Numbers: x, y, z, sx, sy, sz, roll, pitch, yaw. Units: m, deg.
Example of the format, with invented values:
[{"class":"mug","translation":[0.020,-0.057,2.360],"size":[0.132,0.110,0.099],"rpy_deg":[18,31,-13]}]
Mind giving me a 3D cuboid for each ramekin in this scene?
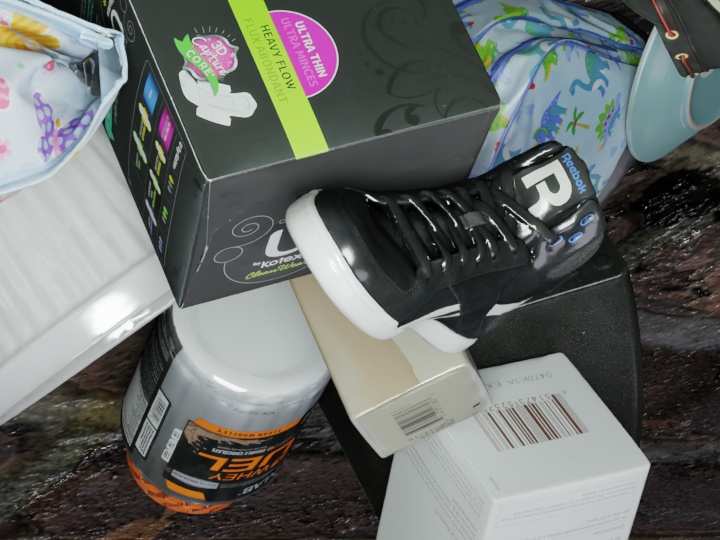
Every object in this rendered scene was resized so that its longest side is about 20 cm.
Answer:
[{"class":"ramekin","translation":[-0.157,-0.009,1.191],"size":[0.200,0.105,0.200],"rpy_deg":[-36,180,0]}]

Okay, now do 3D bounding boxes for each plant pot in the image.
[{"class":"plant pot","translation":[0.076,0.025,1.474],"size":[0.200,0.200,0.178],"rpy_deg":[-16,144,-19]}]

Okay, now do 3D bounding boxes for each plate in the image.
[{"class":"plate","translation":[0.222,-0.150,1.307],"size":[0.200,0.026,0.200],"rpy_deg":[-48,157,-28]}]

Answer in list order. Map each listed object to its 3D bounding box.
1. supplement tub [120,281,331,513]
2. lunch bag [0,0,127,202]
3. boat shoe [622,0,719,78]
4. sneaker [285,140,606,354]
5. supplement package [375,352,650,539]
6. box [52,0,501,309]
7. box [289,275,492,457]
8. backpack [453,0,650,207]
[{"class":"supplement tub","translation":[-0.094,0.081,1.491],"size":[0.122,0.123,0.200],"rpy_deg":[-13,154,-25]},{"class":"lunch bag","translation":[-0.223,-0.066,0.998],"size":[0.200,0.127,0.170],"rpy_deg":[-14,179,-28]},{"class":"boat shoe","translation":[0.154,-0.164,1.139],"size":[0.063,0.074,0.201],"rpy_deg":[-19,146,24]},{"class":"sneaker","translation":[0.047,-0.024,0.978],"size":[0.112,0.073,0.200],"rpy_deg":[-34,164,13]},{"class":"supplement package","translation":[0.088,0.170,1.394],"size":[0.117,0.117,0.200],"rpy_deg":[-10,131,-26]},{"class":"box","translation":[-0.048,-0.109,1.037],"size":[0.148,0.200,0.124],"rpy_deg":[-16,155,-19]},{"class":"box","translation":[0.000,0.000,1.312],"size":[0.078,0.200,0.095],"rpy_deg":[-26,156,3]},{"class":"backpack","translation":[0.085,-0.094,1.284],"size":[0.200,0.154,0.163],"rpy_deg":[23,103,-41]}]
